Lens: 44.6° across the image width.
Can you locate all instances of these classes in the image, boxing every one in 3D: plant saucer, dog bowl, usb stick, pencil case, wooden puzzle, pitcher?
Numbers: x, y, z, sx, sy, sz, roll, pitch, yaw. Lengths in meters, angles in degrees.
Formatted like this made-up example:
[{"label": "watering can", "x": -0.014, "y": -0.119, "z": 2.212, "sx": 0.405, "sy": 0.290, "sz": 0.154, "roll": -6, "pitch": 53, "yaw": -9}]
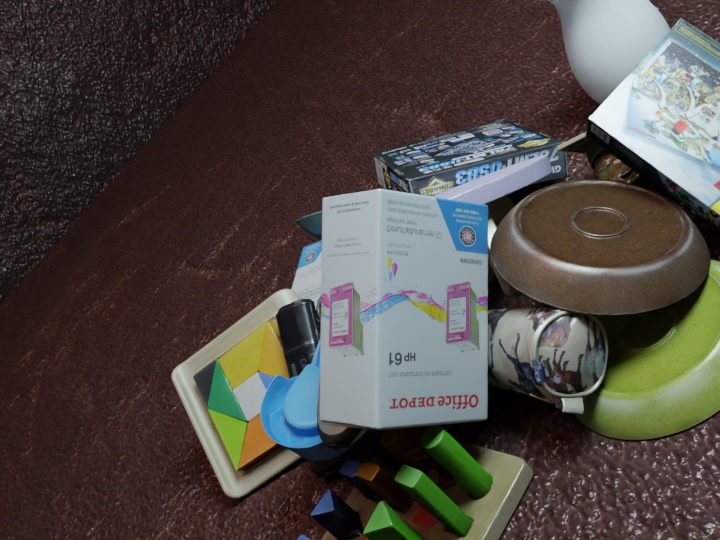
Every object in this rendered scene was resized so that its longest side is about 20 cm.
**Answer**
[{"label": "plant saucer", "x": 0.008, "y": -0.079, "z": 1.244, "sx": 0.198, "sy": 0.036, "sz": 0.200, "roll": -15, "pitch": 1, "yaw": 0}, {"label": "dog bowl", "x": -0.018, "y": 0.111, "z": 0.922, "sx": 0.111, "sy": 0.050, "sz": 0.201, "roll": 18, "pitch": 62, "yaw": 38}, {"label": "usb stick", "x": -0.054, "y": 0.131, "z": 0.998, "sx": 0.055, "sy": 0.032, "sz": 0.202, "roll": -23, "pitch": 73, "yaw": 32}, {"label": "pencil case", "x": 0.145, "y": 0.080, "z": 0.834, "sx": 0.200, "sy": 0.077, "sz": 0.090, "roll": -8, "pitch": 67, "yaw": 67}, {"label": "wooden puzzle", "x": -0.123, "y": 0.149, "z": 1.062, "sx": 0.199, "sy": 0.037, "sz": 0.186, "roll": -35, "pitch": 72, "yaw": 15}, {"label": "pitcher", "x": 0.312, "y": -0.308, "z": 1.056, "sx": 0.172, "sy": 0.200, "sz": 0.121, "roll": -47, "pitch": 27, "yaw": -9}, {"label": "plant saucer", "x": 0.264, "y": 0.059, "z": 0.791, "sx": 0.199, "sy": 0.031, "sz": 0.201, "roll": -33, "pitch": 29, "yaw": 20}, {"label": "plant saucer", "x": 0.219, "y": -0.033, "z": 0.810, "sx": 0.198, "sy": 0.035, "sz": 0.201, "roll": -5, "pitch": 35, "yaw": 3}]

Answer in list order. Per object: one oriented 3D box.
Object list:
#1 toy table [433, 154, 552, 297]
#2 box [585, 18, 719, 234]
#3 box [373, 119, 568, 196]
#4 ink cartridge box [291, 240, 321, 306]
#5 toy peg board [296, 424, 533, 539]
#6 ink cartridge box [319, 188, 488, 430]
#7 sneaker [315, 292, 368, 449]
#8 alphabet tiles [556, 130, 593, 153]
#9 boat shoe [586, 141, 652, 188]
[{"label": "toy table", "x": 0.130, "y": -0.036, "z": 0.958, "sx": 0.198, "sy": 0.118, "sz": 0.184, "roll": -22, "pitch": 7, "yaw": 8}, {"label": "box", "x": 0.331, "y": -0.123, "z": 0.813, "sx": 0.137, "sy": 0.038, "sz": 0.200, "roll": -45, "pitch": 70, "yaw": -6}, {"label": "box", "x": 0.132, "y": -0.136, "z": 1.112, "sx": 0.198, "sy": 0.050, "sz": 0.199, "roll": -15, "pitch": 20, "yaw": -8}, {"label": "ink cartridge box", "x": -0.039, "y": 0.052, "z": 1.158, "sx": 0.115, "sy": 0.068, "sz": 0.202, "roll": -19, "pitch": 45, "yaw": 40}, {"label": "toy peg board", "x": 0.021, "y": 0.223, "z": 0.818, "sx": 0.198, "sy": 0.098, "sz": 0.201, "roll": 3, "pitch": 52, "yaw": 55}, {"label": "ink cartridge box", "x": 0.041, "y": 0.038, "z": 0.788, "sx": 0.084, "sy": 0.144, "sz": 0.203, "roll": -2, "pitch": 86, "yaw": 49}, {"label": "sneaker", "x": -0.016, "y": 0.067, "z": 0.838, "sx": 0.073, "sy": 0.079, "sz": 0.202, "roll": -1, "pitch": 75, "yaw": 41}, {"label": "alphabet tiles", "x": 0.325, "y": -0.173, "z": 0.943, "sx": 0.199, "sy": 0.008, "sz": 0.167, "roll": -27, "pitch": -9, "yaw": 31}, {"label": "boat shoe", "x": 0.343, "y": -0.132, "z": 0.925, "sx": 0.199, "sy": 0.072, "sz": 0.069, "roll": -26, "pitch": 59, "yaw": 19}]
